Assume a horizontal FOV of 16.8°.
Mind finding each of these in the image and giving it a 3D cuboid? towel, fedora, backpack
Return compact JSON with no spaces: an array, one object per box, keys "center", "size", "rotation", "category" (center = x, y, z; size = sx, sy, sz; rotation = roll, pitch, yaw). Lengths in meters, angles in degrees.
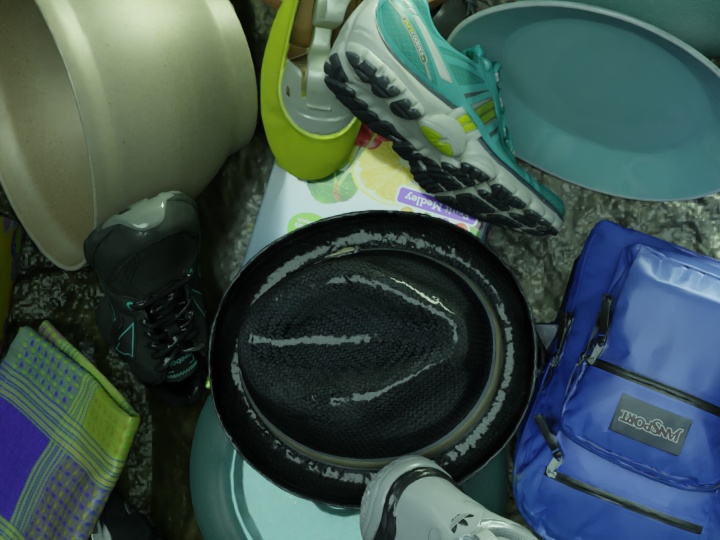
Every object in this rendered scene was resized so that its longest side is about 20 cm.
[{"center":[-0.216,0.145,1.508],"size":[0.144,0.023,0.200],"rotation":[39,102,44],"category":"towel"},{"center":[0.001,0.047,1.423],"size":[0.200,0.092,0.201],"rotation":[-2,81,11],"category":"fedora"},{"center":[0.172,0.084,1.464],"size":[0.162,0.168,0.201],"rotation":[21,91,13],"category":"backpack"}]

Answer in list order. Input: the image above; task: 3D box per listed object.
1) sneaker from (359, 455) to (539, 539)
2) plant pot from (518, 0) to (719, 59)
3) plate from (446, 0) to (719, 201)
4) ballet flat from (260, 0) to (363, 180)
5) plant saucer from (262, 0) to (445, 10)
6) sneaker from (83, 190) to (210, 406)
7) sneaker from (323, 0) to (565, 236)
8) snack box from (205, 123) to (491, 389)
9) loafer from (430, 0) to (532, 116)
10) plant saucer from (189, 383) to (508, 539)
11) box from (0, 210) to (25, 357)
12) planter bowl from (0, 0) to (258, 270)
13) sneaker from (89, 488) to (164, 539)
[{"center":[0.072,0.204,1.407],"size":[0.075,0.115,0.200],"rotation":[-36,126,-20],"category":"sneaker"},{"center":[0.167,-0.205,1.486],"size":[0.134,0.200,0.201],"rotation":[-34,83,29],"category":"plant pot"},{"center":[0.147,-0.108,1.472],"size":[0.200,0.200,0.026],"rotation":[21,64,6],"category":"plate"},{"center":[-0.020,-0.143,1.455],"size":[0.067,0.067,0.201],"rotation":[8,109,-8],"category":"ballet flat"},{"center":[-0.006,-0.250,1.517],"size":[0.200,0.032,0.201],"rotation":[2,73,-7],"category":"plant saucer"},{"center":[-0.117,0.018,1.466],"size":[0.075,0.200,0.079],"rotation":[-26,70,-12],"category":"sneaker"},{"center":[0.064,-0.092,1.447],"size":[0.200,0.077,0.080],"rotation":[46,65,-33],"category":"sneaker"},{"center":[0.000,0.000,1.537],"size":[0.142,0.053,0.201],"rotation":[17,89,7],"category":"snack box"},{"center":[0.033,-0.160,1.542],"size":[0.200,0.063,0.072],"rotation":[34,87,6],"category":"loafer"},{"center":[-0.009,0.126,1.492],"size":[0.199,0.036,0.201],"rotation":[0,89,6],"category":"plant saucer"},{"center":[-0.328,0.003,1.491],"size":[0.192,0.200,0.122],"rotation":[11,87,6],"category":"box"},{"center":[-0.147,-0.114,1.504],"size":[0.134,0.200,0.201],"rotation":[-18,84,-24],"category":"planter bowl"},{"center":[-0.133,0.200,1.529],"size":[0.087,0.076,0.200],"rotation":[-12,70,-30],"category":"sneaker"}]
